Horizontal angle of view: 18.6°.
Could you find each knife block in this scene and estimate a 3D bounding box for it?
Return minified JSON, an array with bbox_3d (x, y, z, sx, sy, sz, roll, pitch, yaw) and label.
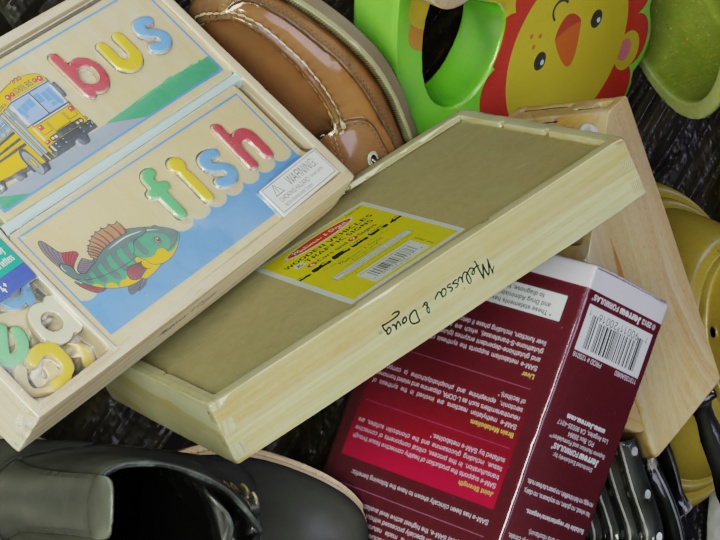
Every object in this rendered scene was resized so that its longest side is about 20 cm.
[{"bbox_3d":[0.128,0.037,1.049,0.175,0.064,0.201,24,70,-47],"label":"knife block"}]

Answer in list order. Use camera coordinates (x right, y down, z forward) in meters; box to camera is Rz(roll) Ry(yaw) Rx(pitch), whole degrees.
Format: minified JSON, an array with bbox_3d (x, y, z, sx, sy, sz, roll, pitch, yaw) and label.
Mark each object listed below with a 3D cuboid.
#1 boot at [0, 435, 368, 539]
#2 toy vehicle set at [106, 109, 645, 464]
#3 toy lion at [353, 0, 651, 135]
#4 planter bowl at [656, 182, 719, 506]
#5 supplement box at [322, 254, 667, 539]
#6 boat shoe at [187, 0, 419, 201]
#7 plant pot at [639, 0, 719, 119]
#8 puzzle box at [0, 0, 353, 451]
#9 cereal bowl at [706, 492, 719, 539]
[{"bbox_3d":[-0.051,0.101,0.825,0.200,0.138,0.078,6,83,-37],"label":"boot"},{"bbox_3d":[0.000,0.000,0.878,0.200,0.124,0.027,-33,112,-19],"label":"toy vehicle set"},{"bbox_3d":[0.073,-0.119,1.048,0.200,0.069,0.192,-32,136,-37],"label":"toy lion"},{"bbox_3d":[0.172,0.038,1.153,0.200,0.083,0.201,9,78,-47],"label":"planter bowl"},{"bbox_3d":[0.044,0.088,0.940,0.061,0.109,0.201,25,84,-46],"label":"supplement box"},{"bbox_3d":[-0.013,-0.045,0.965,0.200,0.072,0.068,49,50,-31],"label":"boat shoe"},{"bbox_3d":[0.233,-0.197,1.115,0.189,0.200,0.201,-15,97,-8],"label":"plant pot"},{"bbox_3d":[-0.107,-0.033,0.844,0.133,0.025,0.200,43,46,7],"label":"puzzle box"},{"bbox_3d":[0.286,0.159,1.264,0.200,0.083,0.201,12,74,-47],"label":"cereal bowl"}]
